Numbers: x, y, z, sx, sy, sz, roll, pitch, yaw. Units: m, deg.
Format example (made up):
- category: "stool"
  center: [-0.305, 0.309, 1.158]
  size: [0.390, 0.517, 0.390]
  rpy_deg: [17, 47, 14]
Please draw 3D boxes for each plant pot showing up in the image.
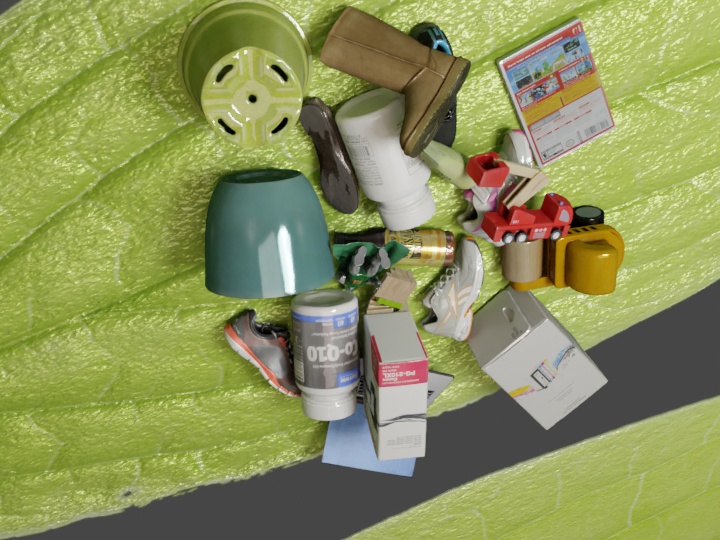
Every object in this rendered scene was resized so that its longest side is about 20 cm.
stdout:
- category: "plant pot"
  center: [-0.154, -0.260, 1.089]
  size: [0.199, 0.184, 0.201]
  rpy_deg: [-4, 118, -8]
- category: "plant pot"
  center: [-0.142, -0.065, 1.194]
  size: [0.199, 0.201, 0.162]
  rpy_deg: [-5, 106, -9]

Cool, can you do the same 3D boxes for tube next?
- category: "tube"
  center: [0.125, -0.164, 1.190]
  size: [0.058, 0.200, 0.052]
  rpy_deg: [0, 85, 26]

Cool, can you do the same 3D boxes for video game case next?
- category: "video game case"
  center: [0.316, -0.281, 1.267]
  size: [0.142, 0.017, 0.200]
  rpy_deg: [-28, 119, 4]

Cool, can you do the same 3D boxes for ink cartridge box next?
- category: "ink cartridge box"
  center: [0.055, 0.191, 1.309]
  size: [0.084, 0.145, 0.201]
  rpy_deg: [-5, 119, -8]
- category: "ink cartridge box"
  center: [0.306, 0.148, 1.414]
  size: [0.145, 0.147, 0.200]
  rpy_deg: [-41, 117, 11]

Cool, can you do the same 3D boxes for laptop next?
- category: "laptop"
  center: [0.049, 0.269, 1.438]
  size: [0.186, 0.116, 0.200]
  rpy_deg: [13, 138, -18]

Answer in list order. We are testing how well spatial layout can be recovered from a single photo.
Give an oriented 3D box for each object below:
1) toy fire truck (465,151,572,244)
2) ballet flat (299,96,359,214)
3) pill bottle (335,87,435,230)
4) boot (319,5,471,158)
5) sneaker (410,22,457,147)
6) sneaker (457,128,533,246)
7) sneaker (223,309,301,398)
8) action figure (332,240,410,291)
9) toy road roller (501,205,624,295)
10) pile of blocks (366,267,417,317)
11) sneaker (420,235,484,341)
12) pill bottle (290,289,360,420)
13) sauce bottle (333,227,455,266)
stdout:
- category: "toy fire truck"
  center: [0.251, -0.113, 1.229]
  size: [0.199, 0.049, 0.142]
  rpy_deg: [-5, 128, -22]
- category: "ballet flat"
  center: [-0.043, -0.179, 1.234]
  size: [0.067, 0.046, 0.201]
  rpy_deg: [-3, 125, 28]
- category: "pill bottle"
  center: [0.046, -0.168, 1.216]
  size: [0.114, 0.114, 0.201]
  rpy_deg: [-22, 119, 1]
- category: "boot"
  center: [0.031, -0.264, 1.109]
  size: [0.199, 0.066, 0.176]
  rpy_deg: [27, 69, 14]
- category: "sneaker"
  center: [0.112, -0.266, 1.198]
  size: [0.073, 0.082, 0.201]
  rpy_deg: [-15, 120, -5]
- category: "sneaker"
  center: [0.216, -0.135, 1.287]
  size: [0.088, 0.081, 0.201]
  rpy_deg: [6, 115, -16]
- category: "sneaker"
  center: [-0.142, 0.143, 1.366]
  size: [0.082, 0.077, 0.200]
  rpy_deg: [-43, 118, 5]
- category: "action figure"
  center: [0.000, 0.000, 1.269]
  size: [0.117, 0.200, 0.055]
  rpy_deg: [8, 75, -8]
- category: "toy road roller"
  center: [0.348, -0.022, 1.334]
  size: [0.199, 0.146, 0.123]
  rpy_deg: [-9, 118, -6]
- category: "pile of blocks"
  center: [0.044, 0.068, 1.362]
  size: [0.082, 0.062, 0.201]
  rpy_deg: [-3, 129, -9]
- category: "sneaker"
  center: [0.155, 0.033, 1.369]
  size: [0.091, 0.076, 0.201]
  rpy_deg: [4, 115, -8]
- category: "pill bottle"
  center: [-0.057, 0.142, 1.336]
  size: [0.113, 0.114, 0.201]
  rpy_deg: [-5, 105, -9]
- category: "sauce bottle"
  center: [0.055, -0.039, 1.313]
  size: [0.199, 0.066, 0.066]
  rpy_deg: [0, 117, -10]
